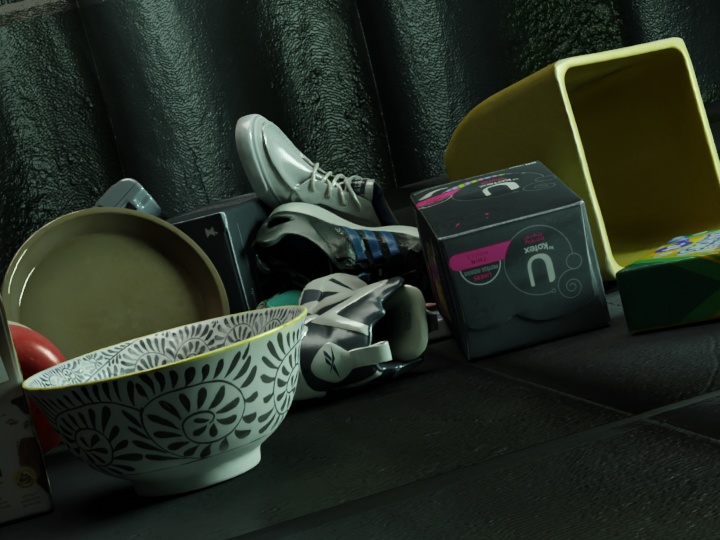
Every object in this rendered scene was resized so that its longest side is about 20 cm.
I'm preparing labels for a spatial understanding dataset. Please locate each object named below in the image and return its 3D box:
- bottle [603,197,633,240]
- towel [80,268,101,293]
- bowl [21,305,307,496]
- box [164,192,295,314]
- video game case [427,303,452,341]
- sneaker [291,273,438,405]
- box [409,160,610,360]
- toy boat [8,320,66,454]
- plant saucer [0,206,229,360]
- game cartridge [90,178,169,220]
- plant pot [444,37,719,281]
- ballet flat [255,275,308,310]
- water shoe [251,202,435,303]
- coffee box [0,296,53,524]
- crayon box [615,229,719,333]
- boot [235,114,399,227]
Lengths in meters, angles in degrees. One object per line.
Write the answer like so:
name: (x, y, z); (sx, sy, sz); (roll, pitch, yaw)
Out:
bottle: (0.227, -0.049, 2.006); (0.083, 0.066, 0.200); (-12, 3, -36)
towel: (-0.267, 0.063, 1.831); (0.200, 0.023, 0.144); (-51, -8, 23)
bowl: (-0.121, 0.095, 1.344); (0.200, 0.095, 0.201); (-14, 6, 2)
box: (-0.111, 0.010, 1.865); (0.107, 0.149, 0.200); (-12, 6, 24)
video game case: (0.068, 0.039, 1.790); (0.142, 0.018, 0.200); (-14, 6, -3)
sneaker: (0.010, 0.044, 1.586); (0.129, 0.080, 0.199); (-11, 7, 20)
box: (0.118, -0.012, 1.626); (0.122, 0.107, 0.200); (-15, 13, -3)
toy boat: (-0.307, 0.124, 1.538); (0.199, 0.131, 0.131); (-18, 37, -29)
plant saucer: (-0.211, 0.040, 1.706); (0.199, 0.201, 0.029); (-17, -21, -25)
game cartridge: (-0.260, 0.007, 1.825); (0.200, 0.041, 0.133); (-48, -6, -5)
plant pot: (0.193, -0.083, 1.833); (0.194, 0.197, 0.199); (-15, -1, -43)
ballet flat: (-0.048, 0.043, 1.791); (0.074, 0.075, 0.200); (-11, 6, 26)
water shoe: (0.000, 0.000, 1.768); (0.199, 0.072, 0.079); (14, 36, 16)
coffee box: (-0.280, 0.074, 1.402); (0.079, 0.201, 0.113); (-15, 6, -9)
crayon box: (0.306, -0.006, 1.475); (0.199, 0.052, 0.126); (-10, 7, 31)
boot: (-0.032, -0.078, 1.833); (0.095, 0.200, 0.074); (-13, 47, 25)
